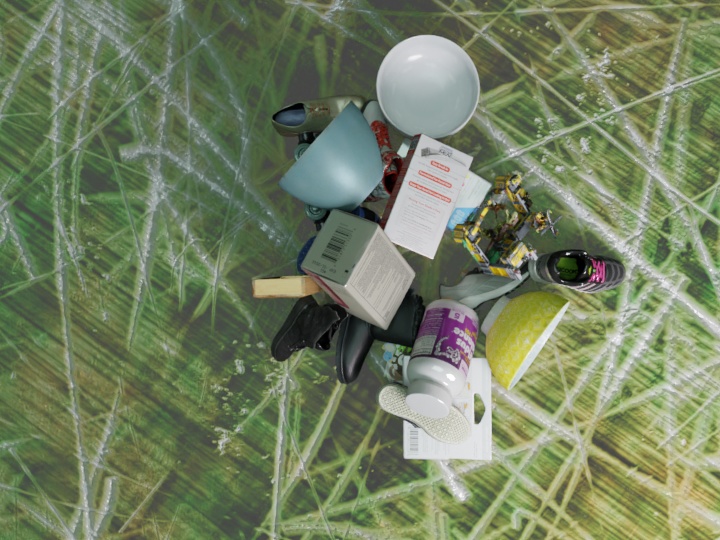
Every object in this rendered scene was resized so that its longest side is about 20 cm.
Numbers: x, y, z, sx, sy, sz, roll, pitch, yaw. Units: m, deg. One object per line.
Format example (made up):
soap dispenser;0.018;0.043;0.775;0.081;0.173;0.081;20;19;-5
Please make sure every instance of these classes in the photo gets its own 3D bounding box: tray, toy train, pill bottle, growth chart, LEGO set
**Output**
tray;-0.134;0.030;1.433;0.097;0.200;0.038;-2;90;7
toy train;-0.066;-0.181;1.483;0.112;0.085;0.203;-12;90;-2
pill bottle;0.147;0.162;1.372;0.111;0.113;0.202;17;56;7
growth chart;0.112;0.181;1.497;0.142;0.018;0.203;4;91;8
LEGO set;0.279;-0.079;1.374;0.200;0.115;0.155;-41;115;-21

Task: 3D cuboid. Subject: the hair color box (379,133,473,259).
hair color box;0.117;-0.137;1.382;0.110;0.064;0.202;22;94;-13

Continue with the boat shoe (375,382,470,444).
boat shoe;0.118;0.266;1.416;0.198;0.062;0.075;25;89;-7

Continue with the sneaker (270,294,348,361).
sneaker;-0.102;0.129;1.461;0.104;0.060;0.201;44;121;27

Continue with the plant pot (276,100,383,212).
plant pot;-0.036;-0.186;1.353;0.135;0.200;0.200;42;96;-9

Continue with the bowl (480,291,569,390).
bowl;0.289;0.110;1.391;0.107;0.200;0.201;35;95;18

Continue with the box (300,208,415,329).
box;0.000;0.000;1.366;0.108;0.200;0.129;21;74;32

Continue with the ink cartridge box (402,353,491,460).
ink cartridge box;0.168;0.264;1.458;0.171;0.044;0.203;0;90;8

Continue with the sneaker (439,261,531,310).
sneaker;0.244;0.024;1.449;0.198;0.074;0.080;-24;82;7

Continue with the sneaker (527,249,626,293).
sneaker;0.418;0.001;1.398;0.197;0.087;0.075;7;86;-14

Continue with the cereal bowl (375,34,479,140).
cereal bowl;0.127;-0.343;1.443;0.197;0.083;0.203;0;86;1

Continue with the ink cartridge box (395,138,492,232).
ink cartridge box;0.142;-0.167;1.458;0.198;0.068;0.116;31;94;6

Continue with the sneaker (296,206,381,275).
sneaker;-0.041;-0.050;1.468;0.199;0.077;0.071;-39;51;31

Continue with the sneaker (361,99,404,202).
sneaker;0.045;-0.233;1.440;0.107;0.067;0.205;2;84;52

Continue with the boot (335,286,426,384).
boot;0.041;0.129;1.461;0.160;0.073;0.202;4;82;19

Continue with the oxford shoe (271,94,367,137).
oxford shoe;-0.082;-0.307;1.482;0.197;0.074;0.072;-14;89;7
